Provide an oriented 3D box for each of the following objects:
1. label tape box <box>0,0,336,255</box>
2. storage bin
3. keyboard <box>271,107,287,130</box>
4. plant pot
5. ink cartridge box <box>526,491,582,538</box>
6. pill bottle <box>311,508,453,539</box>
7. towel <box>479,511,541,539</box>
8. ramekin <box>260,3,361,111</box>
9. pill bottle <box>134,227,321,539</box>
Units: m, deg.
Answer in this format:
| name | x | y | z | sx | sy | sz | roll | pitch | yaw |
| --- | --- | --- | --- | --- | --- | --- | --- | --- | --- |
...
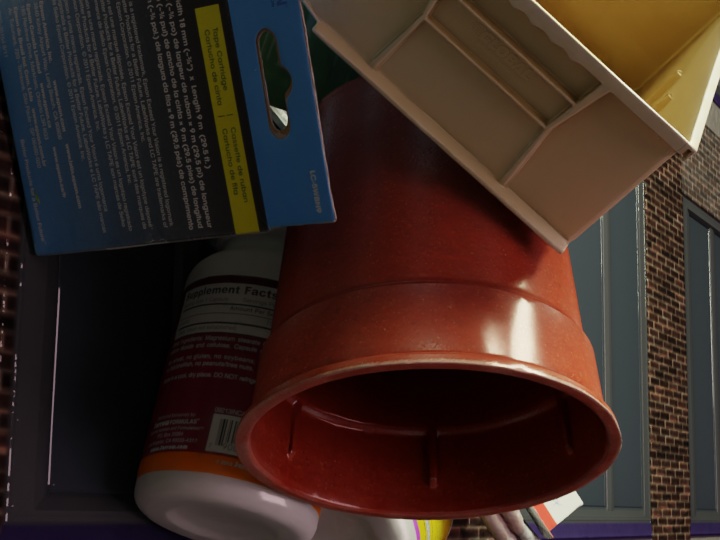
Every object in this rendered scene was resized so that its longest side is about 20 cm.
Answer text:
| name | x | y | z | sx | sy | sz | roll | pitch | yaw |
| --- | --- | --- | --- | --- | --- | --- | --- | --- | --- |
| label tape box | -0.093 | -0.091 | 0.707 | 0.063 | 0.198 | 0.146 | -24 | 107 | -59 |
| storage bin | 0.088 | -0.145 | 0.705 | 0.198 | 0.094 | 0.200 | 41 | 38 | -6 |
| keyboard | -0.052 | -0.129 | 0.982 | 0.200 | 0.011 | 0.057 | 49 | 45 | -48 |
| plant pot | 0.035 | 0.009 | 0.740 | 0.201 | 0.199 | 0.197 | 45 | 38 | -49 |
| ink cartridge box | 0.121 | 0.131 | 1.078 | 0.161 | 0.047 | 0.200 | 58 | -1 | 9 |
| pill bottle | 0.008 | 0.170 | 0.934 | 0.200 | 0.103 | 0.106 | -10 | 95 | -74 |
| towel | 0.061 | 0.116 | 1.008 | 0.192 | 0.032 | 0.200 | 58 | -4 | -41 |
| ramekin | -0.023 | -0.183 | 0.831 | 0.200 | 0.199 | 0.098 | -39 | 156 | -56 |
| pill bottle | -0.064 | 0.061 | 0.829 | 0.113 | 0.112 | 0.202 | 46 | 48 | -49 |
